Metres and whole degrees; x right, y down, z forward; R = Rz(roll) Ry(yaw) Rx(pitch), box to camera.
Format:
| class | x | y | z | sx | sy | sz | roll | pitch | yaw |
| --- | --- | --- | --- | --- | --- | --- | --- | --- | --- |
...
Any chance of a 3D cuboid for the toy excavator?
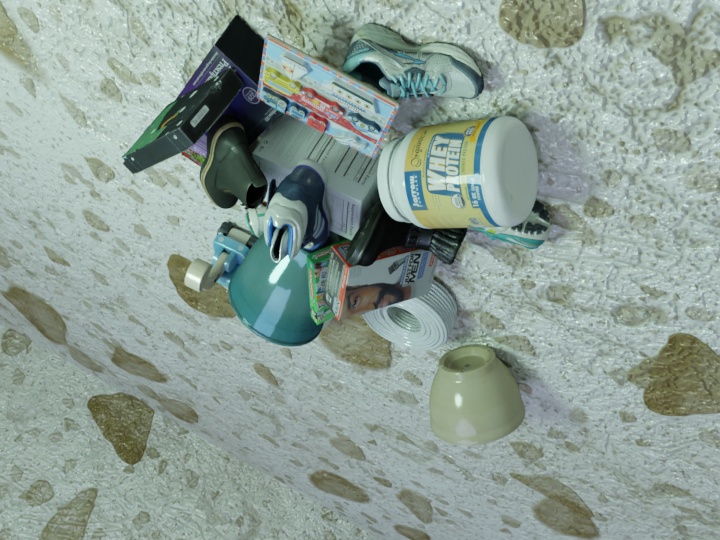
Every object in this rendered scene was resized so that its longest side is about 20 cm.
| class | x | y | z | sx | sy | sz | roll | pitch | yaw |
| --- | --- | --- | --- | --- | --- | --- | --- | --- | --- |
| toy excavator | -0.285 | -0.006 | 1.512 | 0.098 | 0.203 | 0.196 | 22 | 149 | 9 |

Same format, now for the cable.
| class | x | y | z | sx | sy | sz | roll | pitch | yaw |
| --- | --- | --- | --- | --- | --- | --- | --- | --- | --- |
| cable | 0.093 | 0.076 | 1.440 | 0.196 | 0.070 | 0.202 | 27 | 149 | 6 |

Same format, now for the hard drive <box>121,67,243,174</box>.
| class | x | y | z | sx | sy | sz | roll | pitch | yaw |
| --- | --- | --- | --- | --- | --- | --- | --- | --- | --- |
| hard drive | -0.272 | -0.222 | 1.103 | 0.197 | 0.141 | 0.038 | -10 | 131 | 46 |

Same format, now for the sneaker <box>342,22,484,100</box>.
| class | x | y | z | sx | sy | sz | roll | pitch | yaw |
| --- | --- | --- | --- | --- | --- | --- | --- | --- | --- |
| sneaker | 0.066 | -0.254 | 0.970 | 0.195 | 0.088 | 0.078 | 19 | 149 | 17 |

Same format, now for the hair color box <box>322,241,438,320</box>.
| class | x | y | z | sx | sy | sz | roll | pitch | yaw |
| --- | --- | --- | --- | --- | --- | --- | --- | --- | --- |
| hair color box | 0.038 | 0.001 | 1.230 | 0.064 | 0.196 | 0.113 | 48 | 140 | 39 |

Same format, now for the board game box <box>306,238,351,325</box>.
| class | x | y | z | sx | sy | sz | roll | pitch | yaw |
| --- | --- | --- | --- | --- | --- | --- | --- | --- | --- |
| board game box | 0.000 | 0.000 | 1.272 | 0.029 | 0.196 | 0.137 | 44 | 147 | 41 |

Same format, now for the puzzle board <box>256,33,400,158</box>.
| class | x | y | z | sx | sy | sz | roll | pitch | yaw |
| --- | --- | --- | --- | --- | --- | --- | --- | --- | --- |
| puzzle board | -0.051 | -0.234 | 1.014 | 0.196 | 0.018 | 0.151 | 26 | 159 | -3 |

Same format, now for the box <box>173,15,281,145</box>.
| class | x | y | z | sx | sy | sz | roll | pitch | yaw |
| --- | --- | --- | --- | --- | --- | --- | --- | --- | --- |
| box | -0.199 | -0.283 | 1.165 | 0.140 | 0.080 | 0.199 | 37 | 148 | -18 |

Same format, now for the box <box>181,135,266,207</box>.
| class | x | y | z | sx | sy | sz | roll | pitch | yaw |
| --- | --- | --- | --- | --- | --- | --- | --- | --- | --- |
| box | -0.239 | -0.191 | 1.326 | 0.197 | 0.040 | 0.137 | 33 | 168 | -4 |

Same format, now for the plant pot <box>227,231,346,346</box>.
| class | x | y | z | sx | sy | sz | roll | pitch | yaw |
| --- | --- | --- | --- | --- | --- | --- | --- | --- | --- |
| plant pot | -0.117 | -0.002 | 1.326 | 0.197 | 0.202 | 0.190 | 31 | 125 | -5 |

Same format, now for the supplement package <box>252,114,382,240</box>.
| class | x | y | z | sx | sy | sz | roll | pitch | yaw |
| --- | --- | --- | --- | --- | --- | --- | --- | --- | --- |
| supplement package | -0.066 | -0.155 | 1.201 | 0.196 | 0.111 | 0.115 | 24 | 149 | 10 |

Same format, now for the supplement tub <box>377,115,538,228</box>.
| class | x | y | z | sx | sy | sz | roll | pitch | yaw |
| --- | --- | --- | --- | --- | --- | --- | --- | --- | --- |
| supplement tub | 0.136 | -0.133 | 1.028 | 0.196 | 0.147 | 0.146 | 1 | 140 | 38 |

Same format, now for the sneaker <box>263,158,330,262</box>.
| class | x | y | z | sx | sy | sz | roll | pitch | yaw |
| --- | --- | --- | --- | --- | --- | --- | --- | --- | --- |
| sneaker | -0.106 | -0.059 | 1.120 | 0.079 | 0.148 | 0.202 | 23 | 147 | 10 |

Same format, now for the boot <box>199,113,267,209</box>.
| class | x | y | z | sx | sy | sz | roll | pitch | yaw |
| --- | --- | --- | --- | --- | --- | --- | --- | --- | --- |
| boot | -0.200 | -0.129 | 1.174 | 0.140 | 0.076 | 0.202 | 58 | 158 | 23 |

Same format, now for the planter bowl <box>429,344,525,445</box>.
| class | x | y | z | sx | sy | sz | roll | pitch | yaw |
| --- | --- | --- | --- | --- | --- | --- | --- | --- | --- |
| planter bowl | 0.225 | 0.236 | 1.467 | 0.196 | 0.199 | 0.139 | 2 | 113 | 38 |

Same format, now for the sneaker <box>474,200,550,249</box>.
| class | x | y | z | sx | sy | sz | roll | pitch | yaw |
| --- | --- | --- | --- | --- | --- | --- | --- | --- | --- |
| sneaker | 0.195 | -0.079 | 1.131 | 0.195 | 0.079 | 0.080 | 21 | 157 | 14 |

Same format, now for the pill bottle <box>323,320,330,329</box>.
| class | x | y | z | sx | sy | sz | roll | pitch | yaw |
| --- | --- | --- | --- | --- | --- | --- | --- | --- | --- |
| pill bottle | -0.159 | 0.087 | 1.626 | 0.196 | 0.115 | 0.114 | -2 | 138 | 41 |

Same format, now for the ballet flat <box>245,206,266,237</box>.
| class | x | y | z | sx | sy | sz | roll | pitch | yaw |
| --- | --- | --- | --- | --- | --- | --- | --- | --- | --- |
| ballet flat | -0.170 | -0.082 | 1.418 | 0.068 | 0.071 | 0.200 | 24 | 173 | 8 |

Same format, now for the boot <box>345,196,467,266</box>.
| class | x | y | z | sx | sy | sz | roll | pitch | yaw |
| --- | --- | --- | --- | --- | --- | --- | --- | --- | --- |
| boot | 0.079 | -0.049 | 1.145 | 0.156 | 0.213 | 0.080 | 35 | 138 | -2 |
